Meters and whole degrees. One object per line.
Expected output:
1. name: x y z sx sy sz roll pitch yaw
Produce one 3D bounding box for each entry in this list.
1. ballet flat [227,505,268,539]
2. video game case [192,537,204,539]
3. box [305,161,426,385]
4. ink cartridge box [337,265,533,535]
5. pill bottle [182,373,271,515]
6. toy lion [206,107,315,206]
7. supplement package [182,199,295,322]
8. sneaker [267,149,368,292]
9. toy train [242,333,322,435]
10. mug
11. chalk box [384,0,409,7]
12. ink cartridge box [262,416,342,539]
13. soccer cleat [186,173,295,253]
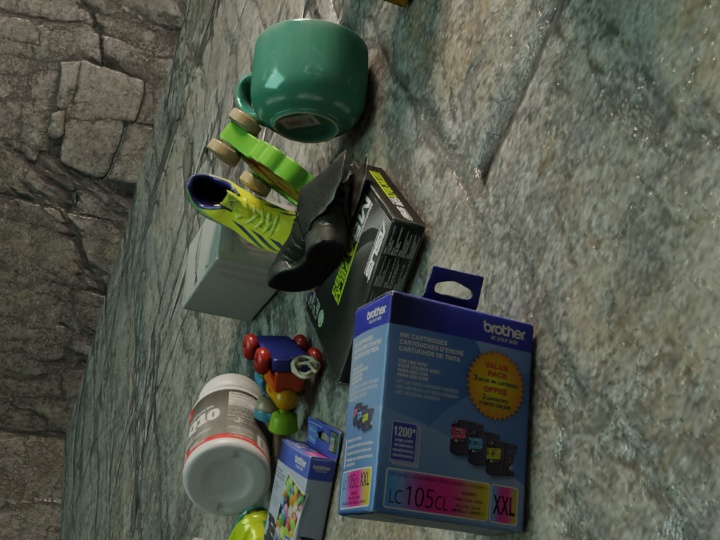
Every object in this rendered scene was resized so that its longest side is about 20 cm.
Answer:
1. ballet flat: -0.160 0.391 1.371 0.067 0.066 0.201 60 136 34
2. video game case: -0.272 0.555 1.623 0.182 0.022 0.201 -116 42 -59
3. box: 0.000 0.000 1.185 0.193 0.047 0.201 -115 41 -63
4. ink cartridge box: 0.062 0.101 0.832 0.076 0.135 0.202 148 130 -60
5. pill bottle: -0.179 0.229 1.410 0.200 0.113 0.115 -104 32 -67
6. toy lion: -0.098 -0.121 1.375 0.069 0.191 0.200 -53 -19 -4
7. supplement package: -0.189 -0.017 1.595 0.200 0.116 0.118 134 142 -56
8. sneaker: -0.051 -0.053 1.213 0.200 0.060 0.105 -38 45 56
9. toy train: -0.093 0.154 1.305 0.200 0.084 0.117 -149 62 -69
10. mug: -0.072 -0.230 1.359 0.185 0.151 0.115 141 135 -62
11. chalk box: 0.027 -0.449 1.258 0.124 0.123 0.202 135 142 -55
12. ink cartridge box: -0.074 0.279 1.236 0.119 0.042 0.202 -175 98 -69
13. soccer cleat: -0.156 -0.079 1.447 0.065 0.199 0.084 -63 -16 -12
